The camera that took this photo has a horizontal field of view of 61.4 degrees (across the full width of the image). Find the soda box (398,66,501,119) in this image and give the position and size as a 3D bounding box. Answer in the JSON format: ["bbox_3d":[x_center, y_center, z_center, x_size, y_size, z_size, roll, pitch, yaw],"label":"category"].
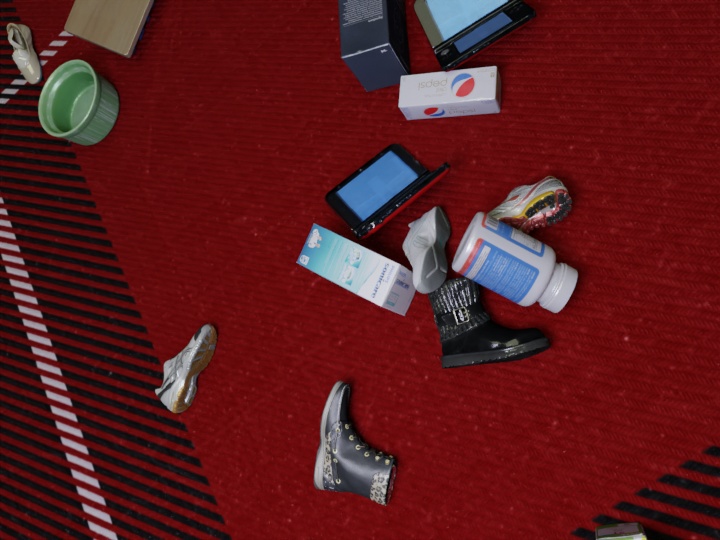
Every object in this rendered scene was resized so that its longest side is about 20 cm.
[{"bbox_3d":[0.177,-0.350,1.200,0.194,0.063,0.070,1,80,22],"label":"soda box"}]

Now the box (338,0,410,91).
[{"bbox_3d":[0.029,-0.503,1.245,0.104,0.148,0.206,-8,76,20],"label":"box"}]

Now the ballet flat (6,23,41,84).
[{"bbox_3d":[-0.962,-0.621,1.720,0.068,0.069,0.204,-29,70,14],"label":"ballet flat"}]

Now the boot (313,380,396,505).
[{"bbox_3d":[-0.001,0.324,1.135,0.150,0.073,0.210,10,89,21],"label":"boot"}]

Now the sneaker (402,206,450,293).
[{"bbox_3d":[0.118,-0.030,1.131,0.079,0.071,0.203,-21,36,32],"label":"sneaker"}]

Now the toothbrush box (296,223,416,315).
[{"bbox_3d":[0.000,0.000,1.158,0.196,0.146,0.087,25,89,23],"label":"toothbrush box"}]

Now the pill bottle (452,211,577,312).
[{"bbox_3d":[0.267,-0.008,1.047,0.196,0.112,0.114,28,90,2],"label":"pill bottle"}]

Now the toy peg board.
[{"bbox_3d":[-0.635,-0.672,1.595,0.195,0.098,0.205,22,89,8],"label":"toy peg board"}]

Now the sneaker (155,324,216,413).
[{"bbox_3d":[-0.385,0.201,1.314,0.086,0.075,0.204,25,89,24],"label":"sneaker"}]

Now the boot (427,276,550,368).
[{"bbox_3d":[0.224,0.083,1.085,0.206,0.079,0.163,-11,76,20],"label":"boot"}]

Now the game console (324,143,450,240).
[{"bbox_3d":[0.046,-0.165,1.151,0.199,0.172,0.120,-39,93,-12],"label":"game console"}]

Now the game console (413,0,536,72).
[{"bbox_3d":[0.216,-0.507,1.180,0.197,0.120,0.174,-28,29,15],"label":"game console"}]

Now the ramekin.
[{"bbox_3d":[-0.721,-0.425,1.564,0.195,0.097,0.206,-5,77,21],"label":"ramekin"}]

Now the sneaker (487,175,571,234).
[{"bbox_3d":[0.287,-0.102,1.109,0.197,0.078,0.083,-26,35,24],"label":"sneaker"}]

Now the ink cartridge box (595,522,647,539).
[{"bbox_3d":[0.393,0.463,0.874,0.074,0.199,0.152,-13,74,18],"label":"ink cartridge box"}]
